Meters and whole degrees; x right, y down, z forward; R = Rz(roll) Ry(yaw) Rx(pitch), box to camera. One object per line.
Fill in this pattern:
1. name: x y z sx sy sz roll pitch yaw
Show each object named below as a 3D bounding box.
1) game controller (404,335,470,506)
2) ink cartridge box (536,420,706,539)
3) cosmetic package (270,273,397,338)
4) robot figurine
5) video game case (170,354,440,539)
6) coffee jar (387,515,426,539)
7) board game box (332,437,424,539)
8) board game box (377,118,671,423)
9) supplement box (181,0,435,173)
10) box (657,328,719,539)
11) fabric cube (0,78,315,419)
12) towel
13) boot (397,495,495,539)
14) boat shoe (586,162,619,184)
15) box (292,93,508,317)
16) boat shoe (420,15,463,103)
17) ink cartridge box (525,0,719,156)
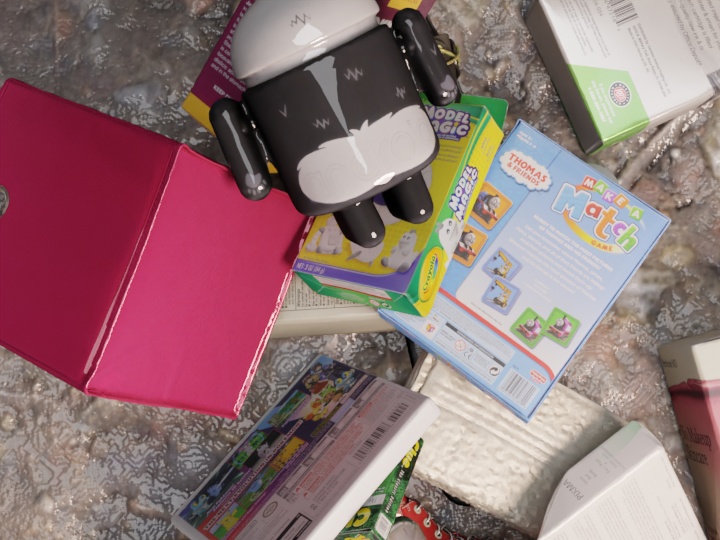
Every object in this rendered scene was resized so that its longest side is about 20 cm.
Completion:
1. game controller: 0.104 0.107 1.110 0.104 0.042 0.201 -13 86 -2
2. ink cartridge box: 0.193 0.246 1.054 0.200 0.050 0.161 -35 124 -5
3. cosmetic package: 0.000 0.000 1.081 0.199 0.073 0.104 -3 77 9
4. robot figurine: -0.017 -0.119 0.922 0.150 0.124 0.201 -37 106 -45
5. video game case: -0.050 0.164 1.024 0.200 0.182 0.023 -48 118 -16
6. coffee jar: -0.035 0.268 1.031 0.199 0.085 0.105 -17 91 37
7. board game box: -0.045 0.188 1.026 0.023 0.199 0.105 53 43 -25
8. board game box: 0.133 -0.001 1.009 0.151 0.037 0.200 36 83 12
9. supplement box: -0.039 -0.190 1.047 0.103 0.131 0.200 39 110 18
10. box: 0.345 0.147 1.067 0.108 0.128 0.201 -15 86 -1
11. fabric cube: -0.192 -0.013 0.999 0.199 0.200 0.197 22 89 32
12. towel: 0.123 0.145 1.068 0.199 0.034 0.133 30 81 -7
13. boot: 0.062 0.222 1.090 0.143 0.072 0.201 -11 94 -2
14. boat shoe: 0.176 -0.003 1.105 0.074 0.086 0.203 23 57 -1
15. box: 0.037 -0.068 1.014 0.117 0.048 0.201 11 66 35
16. boat shoe: 0.052 -0.197 1.109 0.060 0.072 0.202 -35 85 28
17. ink cartridge box: 0.271 -0.212 1.113 0.199 0.084 0.146 -23 87 -2
